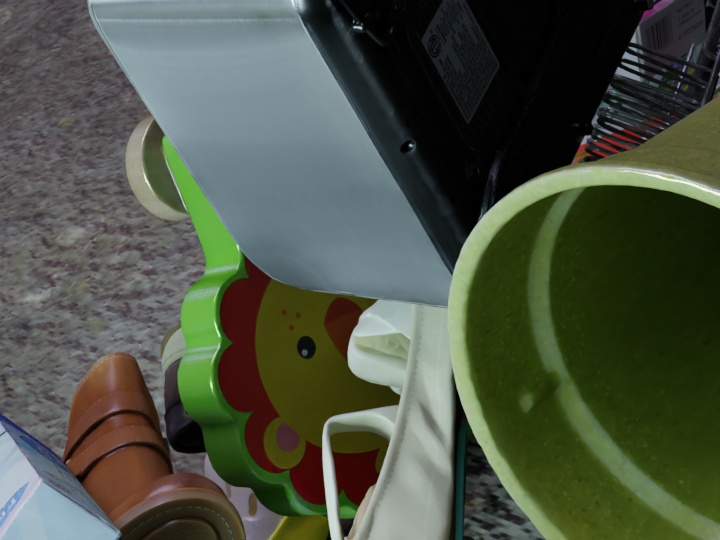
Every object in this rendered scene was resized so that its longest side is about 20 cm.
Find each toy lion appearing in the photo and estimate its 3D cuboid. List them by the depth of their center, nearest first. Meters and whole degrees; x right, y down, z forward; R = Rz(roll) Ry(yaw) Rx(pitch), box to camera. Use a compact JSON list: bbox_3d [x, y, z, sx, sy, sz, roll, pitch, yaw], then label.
[{"bbox_3d":[0.000,0.000,1.143,0.200,0.193,0.069,-29,10,-35],"label":"toy lion"}]

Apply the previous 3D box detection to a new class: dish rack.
[{"bbox_3d":[0.113,-0.039,1.137,0.153,0.054,0.201,99,-169,-81],"label":"dish rack"}]

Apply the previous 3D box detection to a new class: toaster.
[{"bbox_3d":[0.007,-0.110,1.023,0.118,0.200,0.181,1,49,34],"label":"toaster"}]

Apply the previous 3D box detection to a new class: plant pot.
[{"bbox_3d":[0.163,0.005,0.992,0.200,0.201,0.184,-12,23,45],"label":"plant pot"}]

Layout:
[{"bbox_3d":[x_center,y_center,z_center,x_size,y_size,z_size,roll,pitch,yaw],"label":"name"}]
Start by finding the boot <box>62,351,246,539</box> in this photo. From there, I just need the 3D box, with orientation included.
[{"bbox_3d":[-0.101,0.098,1.172,0.200,0.073,0.155,123,154,-48],"label":"boot"}]

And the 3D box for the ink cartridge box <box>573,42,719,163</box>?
[{"bbox_3d":[0.149,-0.057,1.263,0.109,0.050,0.200,-18,29,36],"label":"ink cartridge box"}]

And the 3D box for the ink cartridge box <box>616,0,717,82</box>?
[{"bbox_3d":[0.084,-0.142,1.303,0.199,0.037,0.095,16,38,40],"label":"ink cartridge box"}]

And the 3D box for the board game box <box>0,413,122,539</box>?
[{"bbox_3d":[-0.182,0.160,1.095,0.200,0.043,0.199,-55,13,-4],"label":"board game box"}]

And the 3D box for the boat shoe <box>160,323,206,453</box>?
[{"bbox_3d":[-0.005,0.049,1.279,0.200,0.072,0.066,-11,62,24],"label":"boat shoe"}]

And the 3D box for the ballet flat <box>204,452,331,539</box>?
[{"bbox_3d":[-0.030,0.079,1.192,0.201,0.067,0.067,-58,31,-9],"label":"ballet flat"}]

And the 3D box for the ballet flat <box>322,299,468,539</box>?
[{"bbox_3d":[0.020,0.052,1.078,0.069,0.069,0.201,-18,48,37],"label":"ballet flat"}]
